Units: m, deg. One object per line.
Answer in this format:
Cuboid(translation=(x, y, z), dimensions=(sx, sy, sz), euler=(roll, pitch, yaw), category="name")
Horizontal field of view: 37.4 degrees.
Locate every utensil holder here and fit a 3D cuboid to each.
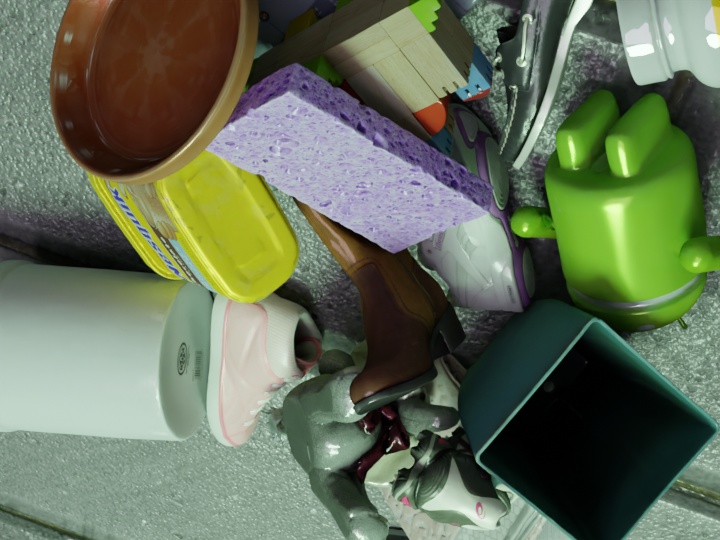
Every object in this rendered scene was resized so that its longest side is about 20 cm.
Cuboid(translation=(-0.259, 0.079, 1.044), dimensions=(0.198, 0.170, 0.171), euler=(3, 126, 14), category="utensil holder")

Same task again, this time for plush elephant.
Cuboid(translation=(0.015, 0.140, 0.985), dimensions=(0.200, 0.154, 0.166), euler=(10, 112, 62), category="plush elephant")

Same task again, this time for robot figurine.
Cuboid(translation=(0.211, -0.038, 0.841), dimensions=(0.174, 0.116, 0.201), euler=(12, 133, 38), category="robot figurine")

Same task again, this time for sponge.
Cuboid(translation=(-0.007, -0.076, 0.784), dimensions=(0.199, 0.030, 0.111), euler=(28, 149, -34), category="sponge")

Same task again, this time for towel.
Cuboid(translation=(0.093, 0.215, 1.037), dimensions=(0.032, 0.191, 0.201), euler=(-5, 133, -32), category="towel")

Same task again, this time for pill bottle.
Cuboid(translation=(0.278, -0.187, 0.714), dimensions=(0.198, 0.113, 0.113), euler=(-9, 122, 24), category="pill bottle")

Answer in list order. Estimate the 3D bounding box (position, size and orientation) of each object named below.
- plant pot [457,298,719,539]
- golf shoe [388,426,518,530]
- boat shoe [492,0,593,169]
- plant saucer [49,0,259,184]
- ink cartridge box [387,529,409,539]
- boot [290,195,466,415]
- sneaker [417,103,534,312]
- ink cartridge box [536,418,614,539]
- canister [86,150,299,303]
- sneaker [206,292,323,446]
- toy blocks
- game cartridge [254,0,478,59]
Cuboid(translation=(0.167, 0.111, 0.901), dimensions=(0.141, 0.200, 0.142), euler=(39, 94, -14), category="plant pot")
Cuboid(translation=(0.087, 0.182, 0.880), dimensions=(0.088, 0.200, 0.078), euler=(29, 93, 17), category="golf shoe")
Cuboid(translation=(0.131, -0.173, 0.796), dimensions=(0.060, 0.074, 0.201), euler=(18, 125, 4), category="boat shoe")
Cuboid(translation=(-0.150, -0.160, 0.778), dimensions=(0.199, 0.202, 0.032), euler=(-22, 157, 30), category="plant saucer")
Cuboid(translation=(0.110, 0.377, 1.223), dimensions=(0.198, 0.044, 0.175), euler=(2, 124, 16), category="ink cartridge box")
Cuboid(translation=(0.000, 0.000, 0.857), dimensions=(0.068, 0.188, 0.201), euler=(-28, 95, 36), category="boot")
Cuboid(translation=(0.083, -0.043, 0.904), dimensions=(0.099, 0.075, 0.201), euler=(-5, 122, 25), category="sneaker")
Cuboid(translation=(0.187, 0.219, 1.002), dimensions=(0.050, 0.110, 0.200), euler=(21, 149, -22), category="ink cartridge box")
Cuboid(translation=(-0.143, -0.053, 0.892), dimensions=(0.149, 0.086, 0.200), euler=(59, 161, -22), category="canister")
Cuboid(translation=(-0.094, 0.107, 1.068), dimensions=(0.104, 0.075, 0.202), euler=(14, 124, 13), category="sneaker")
Cuboid(translation=(0.017, -0.128, 0.793), dimensions=(0.199, 0.100, 0.137), euler=(-22, 129, 32), category="toy blocks")
Cuboid(translation=(-0.001, -0.207, 0.808), dimensions=(0.133, 0.042, 0.200), euler=(42, 128, -10), category="game cartridge")
